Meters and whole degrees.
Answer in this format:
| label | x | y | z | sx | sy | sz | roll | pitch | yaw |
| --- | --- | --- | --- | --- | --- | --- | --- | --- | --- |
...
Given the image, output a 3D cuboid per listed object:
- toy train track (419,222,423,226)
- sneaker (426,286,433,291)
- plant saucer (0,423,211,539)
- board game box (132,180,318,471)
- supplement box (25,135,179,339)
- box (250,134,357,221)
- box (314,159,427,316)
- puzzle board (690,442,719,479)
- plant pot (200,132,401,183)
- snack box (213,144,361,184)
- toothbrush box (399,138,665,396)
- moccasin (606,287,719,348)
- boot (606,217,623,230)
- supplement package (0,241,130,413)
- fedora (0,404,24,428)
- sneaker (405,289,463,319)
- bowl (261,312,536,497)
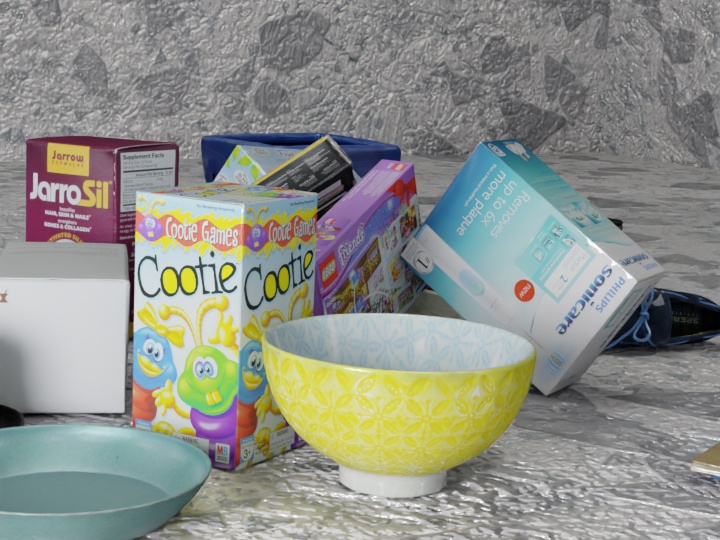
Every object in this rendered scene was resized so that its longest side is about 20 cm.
| label | x | y | z | sx | sy | sz | roll | pitch | yaw |
| --- | --- | --- | --- | --- | --- | --- | --- | --- | --- |
| toy train track | 0.074 | -0.036 | 1.540 | 0.200 | 0.033 | 0.115 | 34 | -15 | -31 |
| sneaker | 0.032 | 0.024 | 1.600 | 0.085 | 0.077 | 0.200 | 18 | -17 | -22 |
| plant saucer | -0.199 | 0.145 | 0.979 | 0.199 | 0.036 | 0.200 | 2 | 10 | 0 |
| board game box | -0.104 | 0.038 | 1.139 | 0.103 | 0.201 | 0.105 | 8 | 11 | 31 |
| supplement box | -0.271 | -0.037 | 1.545 | 0.131 | 0.201 | 0.103 | 7 | 10 | 32 |
| box | -0.089 | -0.023 | 1.431 | 0.200 | 0.160 | 0.049 | -34 | 60 | -11 |
| box | 0.000 | 0.000 | 1.391 | 0.039 | 0.137 | 0.200 | 8 | 33 | 28 |
| puzzle board | 0.366 | 0.150 | 1.157 | 0.150 | 0.017 | 0.200 | 10 | 13 | 32 |
| plant pot | -0.083 | -0.084 | 1.934 | 0.199 | 0.181 | 0.200 | -3 | 11 | -34 |
| snack box | -0.106 | -0.032 | 1.524 | 0.068 | 0.200 | 0.168 | 49 | 26 | 24 |
| toothbrush box | 0.160 | -0.006 | 1.388 | 0.200 | 0.147 | 0.085 | 44 | 26 | 17 |
| moccasin | 0.310 | 0.043 | 1.567 | 0.199 | 0.081 | 0.068 | -4 | 0 | -27 |
| boot | 0.286 | 0.004 | 1.650 | 0.199 | 0.131 | 0.068 | 0 | 10 | -16 |
| supplement package | -0.264 | 0.046 | 1.303 | 0.116 | 0.118 | 0.200 | 2 | 9 | -9 |
| fedora | -0.357 | 0.085 | 1.115 | 0.200 | 0.092 | 0.201 | 2 | 10 | 0 |
| sneaker | 0.083 | 0.056 | 1.519 | 0.199 | 0.075 | 0.085 | -3 | -13 | 3 |
| bowl | 0.026 | 0.102 | 1.074 | 0.199 | 0.108 | 0.200 | 2 | 10 | 0 |
